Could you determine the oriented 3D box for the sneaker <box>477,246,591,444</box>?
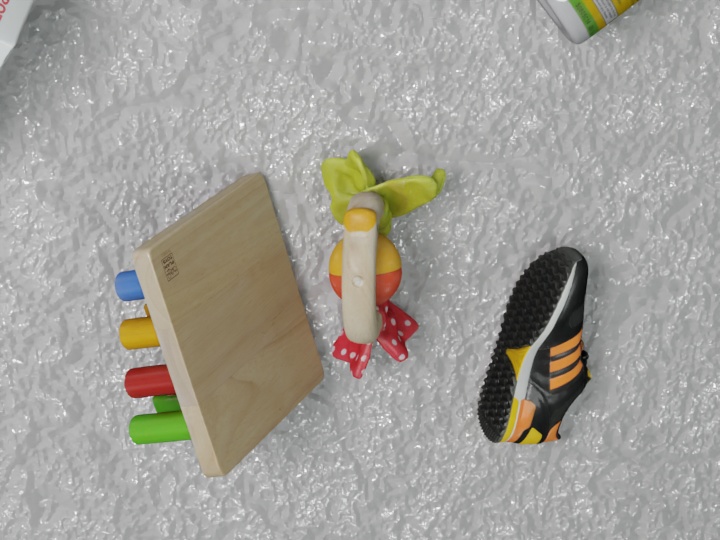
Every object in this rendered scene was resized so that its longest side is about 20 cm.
[{"bbox_3d":[0.180,0.071,1.523,0.090,0.070,0.201,9,111,-28],"label":"sneaker"}]

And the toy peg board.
[{"bbox_3d":[-0.140,0.047,1.404,0.098,0.200,0.200,-9,107,28],"label":"toy peg board"}]

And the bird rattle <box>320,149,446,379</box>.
[{"bbox_3d":[0.000,0.000,1.419,0.112,0.163,0.201,11,101,7],"label":"bird rattle"}]

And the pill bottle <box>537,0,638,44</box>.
[{"bbox_3d":[0.226,-0.288,1.353,0.200,0.111,0.111,-36,112,7],"label":"pill bottle"}]

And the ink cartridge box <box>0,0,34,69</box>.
[{"bbox_3d":[-0.359,-0.214,1.256,0.200,0.146,0.145,28,133,-18],"label":"ink cartridge box"}]
